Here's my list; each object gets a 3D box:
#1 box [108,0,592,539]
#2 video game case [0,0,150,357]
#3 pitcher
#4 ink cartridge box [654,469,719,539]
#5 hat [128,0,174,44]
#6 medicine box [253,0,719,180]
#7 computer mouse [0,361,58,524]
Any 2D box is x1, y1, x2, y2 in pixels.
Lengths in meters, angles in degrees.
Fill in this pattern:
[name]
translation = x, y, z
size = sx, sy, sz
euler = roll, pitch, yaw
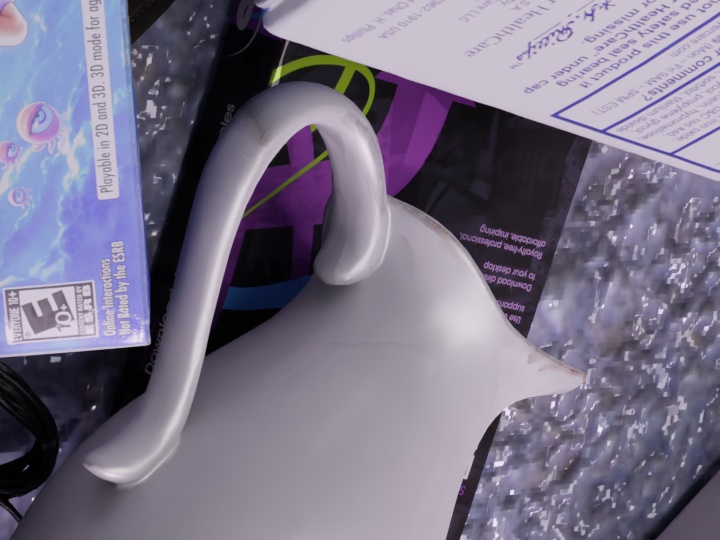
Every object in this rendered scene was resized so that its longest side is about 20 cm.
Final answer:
[box]
translation = 0.000, 0.000, 0.961
size = 0.143, 0.036, 0.201
euler = 12, 100, -39
[video game case]
translation = -0.152, -0.068, 0.754
size = 0.180, 0.045, 0.201
euler = -4, 115, -3
[pitcher]
translation = -0.036, 0.058, 0.858
size = 0.200, 0.121, 0.172
euler = -52, 133, -18
[ink cartridge box]
translation = 0.166, 0.161, 1.112
size = 0.200, 0.084, 0.146
euler = -44, 126, -17
[hat]
translation = -0.096, -0.123, 0.815
size = 0.200, 0.081, 0.202
euler = -13, 112, -34
[medicine box]
translation = 0.065, -0.146, 0.860
size = 0.199, 0.103, 0.183
euler = 16, 56, -40
[computer mouse]
translation = -0.103, 0.098, 0.924
size = 0.058, 0.034, 0.201
euler = -30, 117, -12
